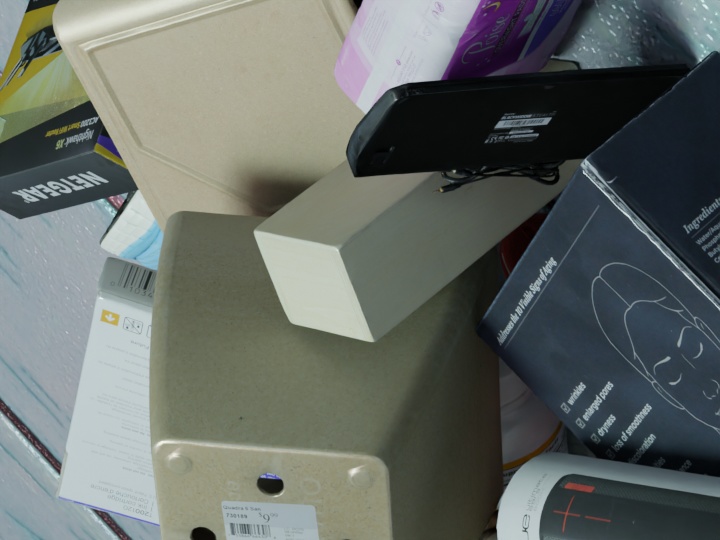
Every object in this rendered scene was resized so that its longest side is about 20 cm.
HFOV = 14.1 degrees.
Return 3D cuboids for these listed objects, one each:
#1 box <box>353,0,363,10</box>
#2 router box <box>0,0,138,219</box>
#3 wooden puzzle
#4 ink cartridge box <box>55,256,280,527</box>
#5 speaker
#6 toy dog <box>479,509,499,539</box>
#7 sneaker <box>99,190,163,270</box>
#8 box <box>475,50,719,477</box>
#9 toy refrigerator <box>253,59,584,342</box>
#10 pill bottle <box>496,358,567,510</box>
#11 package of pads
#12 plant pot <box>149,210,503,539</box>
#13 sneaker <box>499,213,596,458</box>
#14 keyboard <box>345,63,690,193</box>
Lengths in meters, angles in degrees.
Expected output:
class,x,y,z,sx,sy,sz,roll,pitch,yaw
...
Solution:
class,x,y,z,sx,sy,sz,roll,pitch,yaw
box,-0.063,-0.234,1.710,0.193,0.047,0.201,-2,120,46
router box,-0.173,-0.124,1.893,0.052,0.158,0.200,27,160,-27
wooden puzzle,-0.065,-0.099,1.735,0.184,0.037,0.201,-14,116,24
ink cartridge box,-0.085,0.096,1.845,0.197,0.044,0.201,17,135,-1
speaker,0.164,0.146,1.552,0.199,0.081,0.082,6,127,52
toy dog,0.147,0.193,1.750,0.199,0.194,0.140,-4,97,23
sneaker,-0.094,-0.050,1.875,0.090,0.079,0.200,32,152,-8
box,0.192,0.027,1.584,0.197,0.124,0.200,45,150,9
toy refrigerator,0.042,-0.041,1.641,0.076,0.200,0.070,11,131,48
pill bottle,0.078,0.119,1.851,0.109,0.109,0.201,29,142,34
package of pads,0.067,-0.158,1.561,0.076,0.120,0.200,51,151,14
plant pot,-0.030,0.104,1.683,0.198,0.177,0.201,4,126,11
sneaker,0.141,0.065,1.743,0.200,0.078,0.116,50,149,6
keyboard,0.075,-0.085,1.562,0.104,0.199,0.040,-54,51,45
